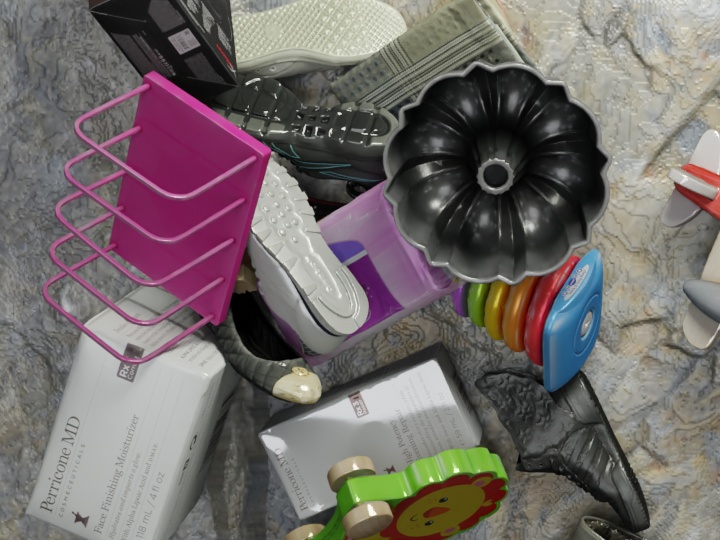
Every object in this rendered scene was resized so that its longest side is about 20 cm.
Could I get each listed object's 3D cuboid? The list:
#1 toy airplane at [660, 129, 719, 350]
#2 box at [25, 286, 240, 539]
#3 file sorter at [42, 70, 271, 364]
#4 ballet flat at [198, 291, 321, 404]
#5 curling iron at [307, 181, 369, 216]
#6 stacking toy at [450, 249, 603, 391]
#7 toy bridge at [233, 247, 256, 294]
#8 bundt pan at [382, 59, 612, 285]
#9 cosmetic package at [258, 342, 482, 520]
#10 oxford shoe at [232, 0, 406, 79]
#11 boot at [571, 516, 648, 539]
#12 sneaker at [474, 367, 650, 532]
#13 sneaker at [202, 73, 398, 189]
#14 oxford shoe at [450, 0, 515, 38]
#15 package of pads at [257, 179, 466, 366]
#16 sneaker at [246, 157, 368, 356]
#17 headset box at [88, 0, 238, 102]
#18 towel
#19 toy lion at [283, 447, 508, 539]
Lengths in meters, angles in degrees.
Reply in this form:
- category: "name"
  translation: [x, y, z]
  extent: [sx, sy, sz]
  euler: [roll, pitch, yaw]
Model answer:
- category: "toy airplane"
  translation: [0.365, -0.045, 1.423]
  extent: [0.197, 0.141, 0.202]
  euler: [-17, 97, 13]
- category: "box"
  translation: [-0.208, 0.143, 1.527]
  extent: [0.130, 0.200, 0.201]
  euler: [20, 103, 5]
- category: "file sorter"
  translation: [-0.189, -0.040, 1.389]
  extent: [0.138, 0.125, 0.201]
  euler: [34, 130, 19]
- category: "ballet flat"
  translation: [-0.097, 0.060, 1.475]
  extent: [0.200, 0.066, 0.057]
  euler: [44, 119, 42]
- category: "curling iron"
  translation: [-0.059, -0.074, 1.554]
  extent: [0.198, 0.026, 0.050]
  euler: [0, 79, 15]
- category: "stacking toy"
  translation: [0.127, 0.018, 1.505]
  extent: [0.198, 0.116, 0.110]
  euler: [20, 142, 25]
- category: "toy bridge"
  translation: [-0.113, -0.073, 1.517]
  extent: [0.027, 0.067, 0.202]
  euler: [-12, 67, 20]
- category: "bundt pan"
  translation: [0.121, -0.093, 1.386]
  extent: [0.199, 0.076, 0.204]
  euler: [3, 111, 8]
- category: "cosmetic package"
  translation: [0.010, 0.159, 1.558]
  extent: [0.199, 0.074, 0.102]
  euler: [-26, 95, 12]
- category: "oxford shoe"
  translation: [-0.054, -0.218, 1.513]
  extent: [0.198, 0.058, 0.076]
  euler: [-9, 68, -2]
- category: "boot"
  translation: [0.184, 0.328, 1.541]
  extent: [0.180, 0.073, 0.201]
  euler: [17, 121, -7]
- category: "sneaker"
  translation: [0.197, 0.176, 1.537]
  extent: [0.103, 0.060, 0.201]
  euler: [-26, 90, 12]
- category: "sneaker"
  translation: [-0.062, -0.123, 1.483]
  extent: [0.198, 0.076, 0.080]
  euler: [16, 143, 6]
- category: "oxford shoe"
  translation: [0.132, -0.170, 1.475]
  extent: [0.070, 0.074, 0.201]
  euler: [-27, 95, 11]
- category: "package of pads"
  translation: [0.000, 0.000, 1.497]
  extent: [0.199, 0.075, 0.121]
  euler: [-30, 89, 36]
- category: "sneaker"
  translation: [-0.075, -0.014, 1.455]
  extent: [0.201, 0.076, 0.080]
  euler: [61, 143, 7]
- category: "headset box"
  translation: [-0.182, -0.270, 1.441]
  extent: [0.077, 0.201, 0.149]
  euler: [-21, 141, 13]
- category: "towel"
  translation: [0.093, -0.143, 1.464]
  extent: [0.199, 0.035, 0.193]
  euler: [-27, 106, 39]
- category: "toy lion"
  translation: [0.044, 0.239, 1.535]
  extent: [0.201, 0.190, 0.069]
  euler: [-58, 43, 44]
